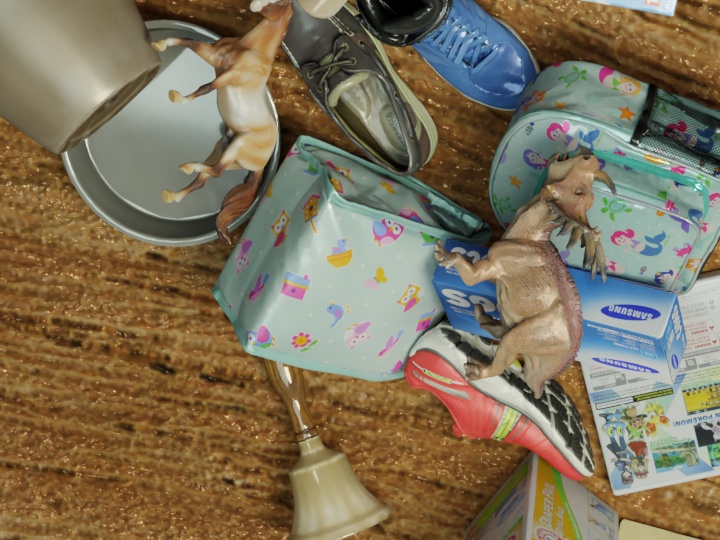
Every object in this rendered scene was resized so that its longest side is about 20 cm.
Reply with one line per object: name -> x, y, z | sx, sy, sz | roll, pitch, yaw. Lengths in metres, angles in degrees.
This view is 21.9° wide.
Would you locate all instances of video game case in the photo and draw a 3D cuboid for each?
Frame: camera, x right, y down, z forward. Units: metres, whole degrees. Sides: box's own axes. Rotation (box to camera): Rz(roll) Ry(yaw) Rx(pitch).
video game case -> 0.299, 0.094, 1.637 | 0.198, 0.022, 0.184 | -13, 105, 11

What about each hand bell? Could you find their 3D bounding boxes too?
hand bell -> -0.052, 0.141, 1.683 | 0.103, 0.104, 0.202 | -19, 91, 14

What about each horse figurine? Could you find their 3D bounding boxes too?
horse figurine -> -0.109, -0.130, 1.546 | 0.050, 0.132, 0.202 | 18, 120, 42

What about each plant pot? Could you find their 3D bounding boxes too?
plant pot -> -0.262, -0.197, 1.519 | 0.200, 0.200, 0.174 | -39, 92, 18

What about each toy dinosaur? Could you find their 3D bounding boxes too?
toy dinosaur -> 0.142, 0.017, 1.433 | 0.134, 0.086, 0.202 | -6, 109, 21

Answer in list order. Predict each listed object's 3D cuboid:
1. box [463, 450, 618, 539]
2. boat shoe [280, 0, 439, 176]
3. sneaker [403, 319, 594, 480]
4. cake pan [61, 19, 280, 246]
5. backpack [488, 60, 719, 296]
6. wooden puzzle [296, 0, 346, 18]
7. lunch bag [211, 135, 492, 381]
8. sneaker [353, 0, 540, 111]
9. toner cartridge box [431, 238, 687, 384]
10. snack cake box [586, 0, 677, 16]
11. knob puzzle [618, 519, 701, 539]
box -> 0.154, 0.260, 1.617 | 0.101, 0.200, 0.113 | 36, 109, -5
boat shoe -> -0.008, -0.164, 1.573 | 0.073, 0.065, 0.200 | -41, 97, 20
sneaker -> 0.122, 0.123, 1.642 | 0.200, 0.077, 0.085 | 39, 117, -13
cake pan -> -0.164, -0.122, 1.624 | 0.198, 0.037, 0.202 | 3, 108, 8
backpack -> 0.204, -0.070, 1.523 | 0.199, 0.151, 0.178 | 28, 143, 6
wooden puzzle -> -0.017, -0.327, 1.495 | 0.185, 0.046, 0.201 | -48, 57, 20
lunch bag -> 0.000, 0.000, 1.595 | 0.199, 0.122, 0.171 | 17, 113, -34
sneaker -> 0.066, -0.197, 1.528 | 0.200, 0.111, 0.077 | 45, 108, -8
toner cartridge box -> 0.163, 0.034, 1.526 | 0.198, 0.095, 0.044 | 14, 69, 22
snack cake box -> 0.214, -0.316, 1.492 | 0.114, 0.067, 0.202 | 10, 109, 4
knob puzzle -> 0.297, 0.343, 1.663 | 0.217, 0.031, 0.222 | 1, 68, -3
